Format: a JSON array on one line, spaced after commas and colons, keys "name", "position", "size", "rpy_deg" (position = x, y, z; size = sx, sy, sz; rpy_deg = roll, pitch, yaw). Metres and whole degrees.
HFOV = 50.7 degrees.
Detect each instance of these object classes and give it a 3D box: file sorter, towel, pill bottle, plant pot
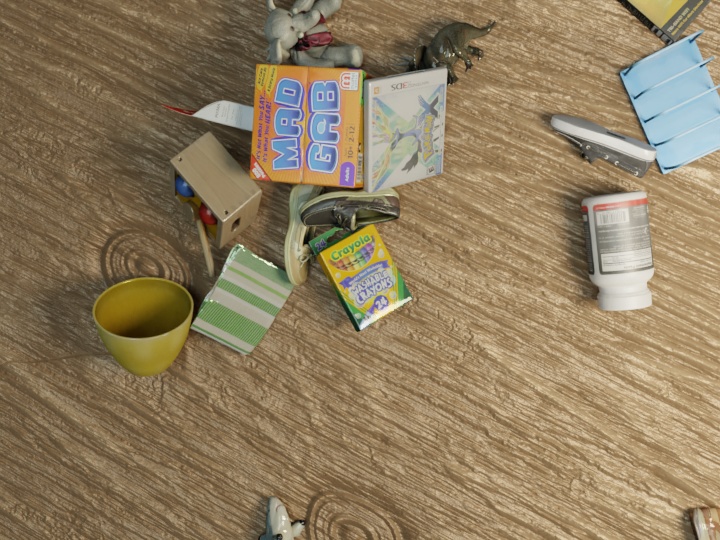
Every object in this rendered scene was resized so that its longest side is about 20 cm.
[{"name": "file sorter", "position": [0.561, -0.290, 1.320], "size": [0.137, 0.123, 0.203], "rpy_deg": [-24, 91, 14]}, {"name": "towel", "position": [-0.240, 0.064, 1.556], "size": [0.151, 0.023, 0.202], "rpy_deg": [29, 100, -19]}, {"name": "pill bottle", "position": [0.466, -0.036, 1.370], "size": [0.113, 0.116, 0.205], "rpy_deg": [-6, 95, 13]}, {"name": "plant pot", "position": [-0.441, 0.131, 1.564], "size": [0.196, 0.201, 0.144], "rpy_deg": [13, 125, 10]}]

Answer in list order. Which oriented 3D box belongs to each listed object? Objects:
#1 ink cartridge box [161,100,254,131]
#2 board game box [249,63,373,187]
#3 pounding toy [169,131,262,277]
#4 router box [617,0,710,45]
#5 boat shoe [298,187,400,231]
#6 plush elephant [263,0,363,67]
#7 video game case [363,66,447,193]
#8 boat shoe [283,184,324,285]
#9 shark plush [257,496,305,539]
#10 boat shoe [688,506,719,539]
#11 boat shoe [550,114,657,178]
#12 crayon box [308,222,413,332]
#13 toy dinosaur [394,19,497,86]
[{"name": "ink cartridge box", "position": [-0.262, -0.310, 1.480], "size": [0.196, 0.160, 0.048], "rpy_deg": [17, 101, 10]}, {"name": "board game box", "position": [-0.077, -0.264, 1.422], "size": [0.195, 0.200, 0.205], "rpy_deg": [6, 97, 12]}, {"name": "pounding toy", "position": [-0.295, -0.124, 1.500], "size": [0.142, 0.200, 0.185], "rpy_deg": [-41, 85, -22]}, {"name": "router box", "position": [0.559, -0.527, 1.332], "size": [0.157, 0.052, 0.201], "rpy_deg": [42, 102, 6]}, {"name": "boat shoe", "position": [-0.019, -0.110, 1.453], "size": [0.196, 0.072, 0.067], "rpy_deg": [-11, 61, -1]}, {"name": "plush elephant", "position": [-0.115, -0.453, 1.432], "size": [0.196, 0.155, 0.168], "rpy_deg": [-13, 89, 15]}, {"name": "video game case", "position": [0.082, -0.257, 1.386], "size": [0.022, 0.180, 0.204], "rpy_deg": [32, 131, 46]}, {"name": "boat shoe", "position": [-0.110, -0.071, 1.517], "size": [0.062, 0.073, 0.205], "rpy_deg": [5, 89, 16]}, {"name": "shark plush", "position": [-0.183, 0.582, 1.621], "size": [0.082, 0.090, 0.203], "rpy_deg": [28, 123, 28]}, {"name": "boat shoe", "position": [0.670, 0.536, 1.404], "size": [0.070, 0.076, 0.204], "rpy_deg": [-16, 94, 11]}, {"name": "boat shoe", "position": [0.435, -0.224, 1.386], "size": [0.197, 0.070, 0.067], "rpy_deg": [23, 119, 12]}, {"name": "crayon box", "position": [0.000, 0.000, 1.484], "size": [0.124, 0.052, 0.203], "rpy_deg": [-29, 89, -14]}, {"name": "toy dinosaur", "position": [0.168, -0.412, 1.419], "size": [0.199, 0.077, 0.103], "rpy_deg": [-38, 100, 17]}]
